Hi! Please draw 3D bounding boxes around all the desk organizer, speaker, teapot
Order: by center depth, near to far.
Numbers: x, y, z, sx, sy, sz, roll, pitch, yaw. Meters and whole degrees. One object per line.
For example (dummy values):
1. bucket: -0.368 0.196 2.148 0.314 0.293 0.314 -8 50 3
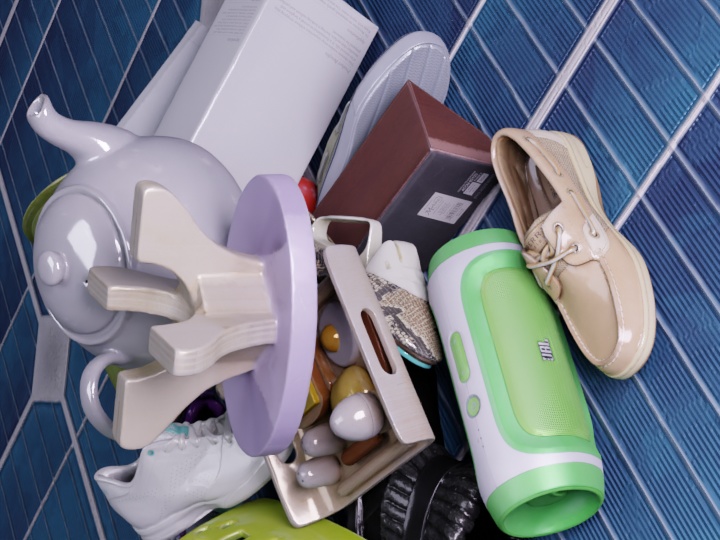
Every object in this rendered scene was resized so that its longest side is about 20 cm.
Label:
1. speaker: 0.104 0.074 1.136 0.088 0.088 0.202 -47 46 42
2. teapot: -0.183 -0.004 1.286 0.200 0.145 0.199 42 123 28
3. desk organizer: 0.024 -0.048 1.306 0.200 0.071 0.077 -52 40 37

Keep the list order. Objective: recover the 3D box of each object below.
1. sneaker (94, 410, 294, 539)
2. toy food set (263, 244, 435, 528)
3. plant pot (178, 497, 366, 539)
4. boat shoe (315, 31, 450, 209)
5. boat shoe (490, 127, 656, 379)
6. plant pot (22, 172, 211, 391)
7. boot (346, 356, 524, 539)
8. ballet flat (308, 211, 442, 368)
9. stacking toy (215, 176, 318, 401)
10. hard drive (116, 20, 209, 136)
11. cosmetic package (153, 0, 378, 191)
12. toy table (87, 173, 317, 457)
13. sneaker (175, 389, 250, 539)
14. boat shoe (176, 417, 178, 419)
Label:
1. sneaker: -0.131 0.145 1.335 0.199 0.088 0.075 -36 22 25
2. toy food set: -0.031 0.087 1.182 0.200 0.060 0.145 -44 65 55
3. plant pot: -0.091 0.303 1.248 0.199 0.180 0.201 9 111 60
4. boat shoe: 0.007 -0.116 1.348 0.201 0.071 0.062 -60 36 33
5. boat shoe: 0.136 -0.013 1.125 0.071 0.064 0.201 -53 42 36
6. plant pot: -0.192 0.016 1.545 0.200 0.199 0.192 -41 61 45
7. boot: 0.052 0.133 1.205 0.157 0.079 0.214 -7 87 64
8. ballet flat: 0.000 0.000 1.227 0.199 0.068 0.076 30 93 46
9. stacking toy: -0.069 0.016 1.433 0.085 0.085 0.202 -7 73 56
10. hard drive: -0.151 -0.102 1.474 0.201 0.131 0.026 -54 -3 -10
11. cosmetic package: -0.084 -0.149 1.410 0.081 0.113 0.201 17 76 58
12. toy table: -0.107 0.034 1.155 0.183 0.116 0.202 12 102 62
13. sneaker: -0.123 0.200 1.425 0.087 0.074 0.202 153 102 -74
14. boat shoe: -0.160 0.046 1.412 0.073 0.065 0.202 22 86 48
